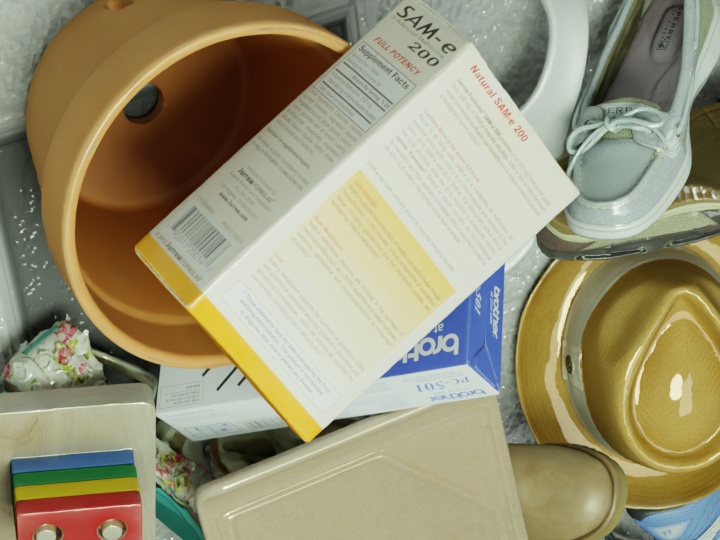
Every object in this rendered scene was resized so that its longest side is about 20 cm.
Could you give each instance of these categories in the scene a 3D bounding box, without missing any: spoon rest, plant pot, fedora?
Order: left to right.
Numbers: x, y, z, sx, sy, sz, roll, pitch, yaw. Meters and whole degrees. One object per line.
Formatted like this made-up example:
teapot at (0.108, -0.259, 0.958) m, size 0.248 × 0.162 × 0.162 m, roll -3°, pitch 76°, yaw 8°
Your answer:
plant pot at (-0.093, -0.067, 1.526) m, size 0.199 × 0.140 × 0.201 m, roll -14°, pitch 123°, yaw -23°
spoon rest at (0.087, -0.078, 1.680) m, size 0.099 × 0.061 × 0.201 m, roll 7°, pitch 111°, yaw -33°
fedora at (0.195, 0.061, 1.771) m, size 0.199 × 0.082 × 0.202 m, roll -2°, pitch 103°, yaw -11°

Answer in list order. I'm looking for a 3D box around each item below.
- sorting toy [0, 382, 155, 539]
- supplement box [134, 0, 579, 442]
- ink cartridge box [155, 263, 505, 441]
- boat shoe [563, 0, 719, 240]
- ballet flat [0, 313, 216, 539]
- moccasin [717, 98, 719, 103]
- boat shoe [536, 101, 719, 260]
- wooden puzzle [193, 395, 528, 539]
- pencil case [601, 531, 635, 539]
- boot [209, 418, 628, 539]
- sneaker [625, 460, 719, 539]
sorting toy at (-0.212, 0.170, 1.587) m, size 0.198 × 0.070 × 0.201 m, roll -4°, pitch 127°, yaw -10°
supplement box at (-0.001, -0.027, 1.467) m, size 0.200 × 0.074 × 0.126 m, roll -42°, pitch 129°, yaw -4°
ink cartridge box at (-0.017, 0.033, 1.571) m, size 0.199 × 0.095 × 0.044 m, roll -10°, pitch 151°, yaw 27°
boat shoe at (0.163, -0.104, 1.651) m, size 0.203 × 0.074 × 0.065 m, roll -64°, pitch 145°, yaw -33°
ballet flat at (-0.130, 0.095, 1.644) m, size 0.064 × 0.075 × 0.200 m, roll -56°, pitch 134°, yaw -12°
moccasin at (0.298, -0.063, 1.801) m, size 0.074 × 0.078 × 0.201 m, roll -46°, pitch 129°, yaw 0°
boat shoe at (0.196, -0.053, 1.715) m, size 0.199 × 0.074 × 0.065 m, roll -10°, pitch 156°, yaw -16°
wooden puzzle at (0.007, 0.163, 1.615) m, size 0.184 × 0.037 × 0.201 m, roll -21°, pitch 124°, yaw -13°
pencil case at (0.181, 0.227, 1.897) m, size 0.199 × 0.078 × 0.089 m, roll 25°, pitch 129°, yaw -38°
boot at (0.037, 0.124, 1.679) m, size 0.200 × 0.174 × 0.067 m, roll 15°, pitch 78°, yaw -50°
sneaker at (0.248, 0.100, 1.865) m, size 0.089 × 0.079 × 0.201 m, roll 25°, pitch 102°, yaw -40°
